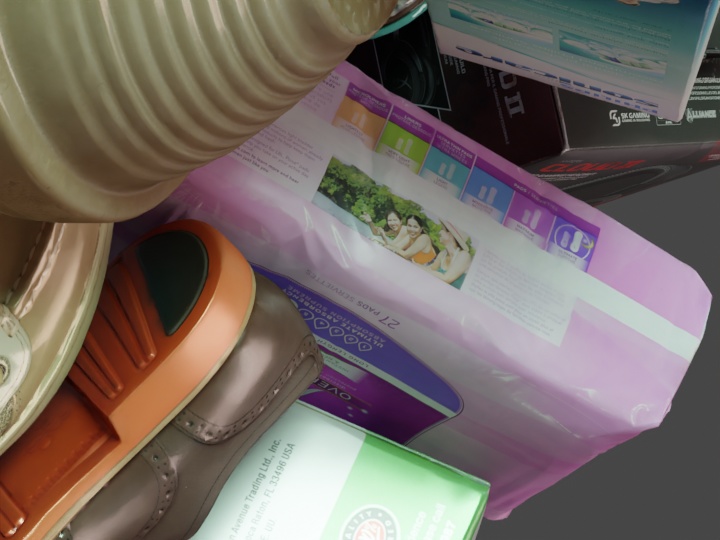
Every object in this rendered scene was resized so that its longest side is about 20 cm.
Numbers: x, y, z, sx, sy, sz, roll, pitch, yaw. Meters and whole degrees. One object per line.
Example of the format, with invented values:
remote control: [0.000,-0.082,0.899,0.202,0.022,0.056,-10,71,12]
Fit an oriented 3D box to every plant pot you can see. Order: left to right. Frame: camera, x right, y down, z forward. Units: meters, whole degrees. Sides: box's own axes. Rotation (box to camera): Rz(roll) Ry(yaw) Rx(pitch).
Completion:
plant pot: [-0.041,-0.111,0.664,0.201,0.092,0.202,4,90,-70]

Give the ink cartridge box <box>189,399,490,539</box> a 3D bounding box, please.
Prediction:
ink cartridge box: [-0.077,0.103,0.851,0.084,0.199,0.146,96,19,-72]

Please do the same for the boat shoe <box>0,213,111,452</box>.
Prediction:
boat shoe: [-0.129,0.027,0.718,0.065,0.071,0.201,61,51,-71]

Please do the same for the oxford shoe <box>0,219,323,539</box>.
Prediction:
oxford shoe: [-0.090,0.080,0.778,0.200,0.071,0.073,-45,130,5]

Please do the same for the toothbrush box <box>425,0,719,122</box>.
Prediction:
toothbrush box: [0.076,-0.135,0.719,0.200,0.085,0.147,39,68,-82]

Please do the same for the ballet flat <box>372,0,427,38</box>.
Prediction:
ballet flat: [-0.015,-0.148,0.972,0.200,0.072,0.072,-119,-134,-65]

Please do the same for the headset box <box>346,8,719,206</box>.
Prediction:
headset box: [0.058,-0.062,1.004,0.148,0.199,0.078,-6,82,-48]

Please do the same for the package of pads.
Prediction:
package of pads: [0.000,0.000,0.839,0.120,0.199,0.076,-43,-159,57]
